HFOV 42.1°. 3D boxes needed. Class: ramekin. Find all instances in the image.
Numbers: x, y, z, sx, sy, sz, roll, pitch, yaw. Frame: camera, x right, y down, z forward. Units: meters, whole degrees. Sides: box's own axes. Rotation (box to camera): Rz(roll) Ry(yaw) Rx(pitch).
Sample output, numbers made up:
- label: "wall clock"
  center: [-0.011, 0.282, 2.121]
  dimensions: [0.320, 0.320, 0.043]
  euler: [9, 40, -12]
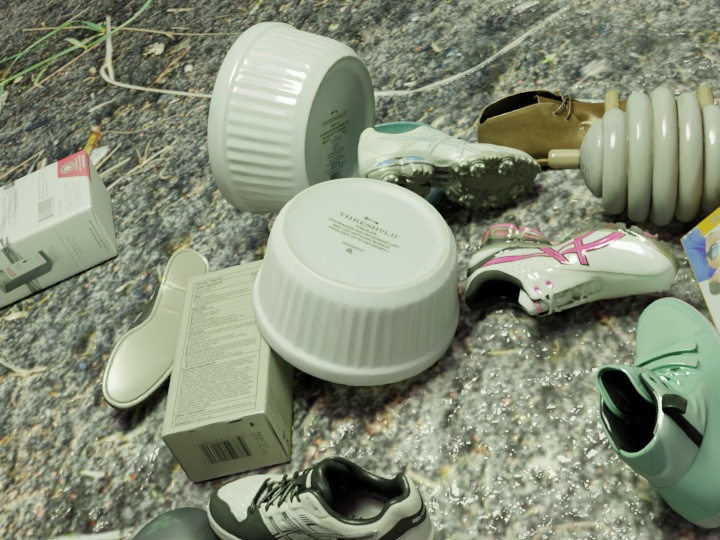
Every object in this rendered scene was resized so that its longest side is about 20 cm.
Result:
- label: "ramekin"
  center: [-0.063, -0.153, 0.986]
  dimensions: [0.103, 0.202, 0.202]
  euler: [13, 50, 23]
- label: "ramekin"
  center: [0.000, 0.000, 0.860]
  dimensions: [0.197, 0.096, 0.205]
  euler: [4, 42, -4]

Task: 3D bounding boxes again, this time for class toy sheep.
- label: "toy sheep"
  center: [0.276, -0.108, 0.877]
  dimensions: [0.195, 0.140, 0.139]
  euler: [-4, 43, 16]

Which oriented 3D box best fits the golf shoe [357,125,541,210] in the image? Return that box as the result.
- label: "golf shoe"
  center: [0.090, -0.119, 0.966]
  dimensions: [0.196, 0.079, 0.099]
  euler: [-1, 51, -20]

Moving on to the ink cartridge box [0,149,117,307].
- label: "ink cartridge box"
  center: [-0.414, -0.047, 1.173]
  dimensions: [0.196, 0.086, 0.147]
  euler: [-23, 39, -3]

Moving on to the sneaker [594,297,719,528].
- label: "sneaker"
  center: [0.223, 0.075, 0.697]
  dimensions: [0.073, 0.118, 0.203]
  euler: [-34, 32, 31]

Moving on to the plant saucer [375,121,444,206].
- label: "plant saucer"
  center: [0.017, -0.093, 1.056]
  dimensions: [0.196, 0.036, 0.202]
  euler: [-14, 40, 12]

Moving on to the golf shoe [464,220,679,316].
- label: "golf shoe"
  center: [0.185, 0.010, 0.840]
  dimensions: [0.197, 0.073, 0.093]
  euler: [1, 50, 40]

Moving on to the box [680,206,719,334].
- label: "box"
  center: [0.335, 0.010, 0.742]
  dimensions: [0.119, 0.041, 0.202]
  euler: [-46, 26, 32]

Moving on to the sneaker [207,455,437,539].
- label: "sneaker"
  center: [-0.036, 0.177, 0.730]
  dimensions: [0.196, 0.089, 0.076]
  euler: [2, 37, 22]

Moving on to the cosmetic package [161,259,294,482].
- label: "cosmetic package"
  center: [-0.119, 0.089, 0.889]
  dimensions: [0.101, 0.074, 0.202]
  euler: [-13, 40, 11]

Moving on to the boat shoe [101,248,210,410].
- label: "boat shoe"
  center: [-0.210, 0.068, 0.981]
  dimensions: [0.066, 0.057, 0.202]
  euler: [24, 53, -3]

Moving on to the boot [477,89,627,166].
- label: "boot"
  center: [0.221, -0.159, 1.002]
  dimensions: [0.196, 0.076, 0.074]
  euler: [-12, 38, 11]

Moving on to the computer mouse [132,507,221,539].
- label: "computer mouse"
  center: [-0.147, 0.262, 0.727]
  dimensions: [0.136, 0.053, 0.202]
  euler: [-18, 40, 7]
